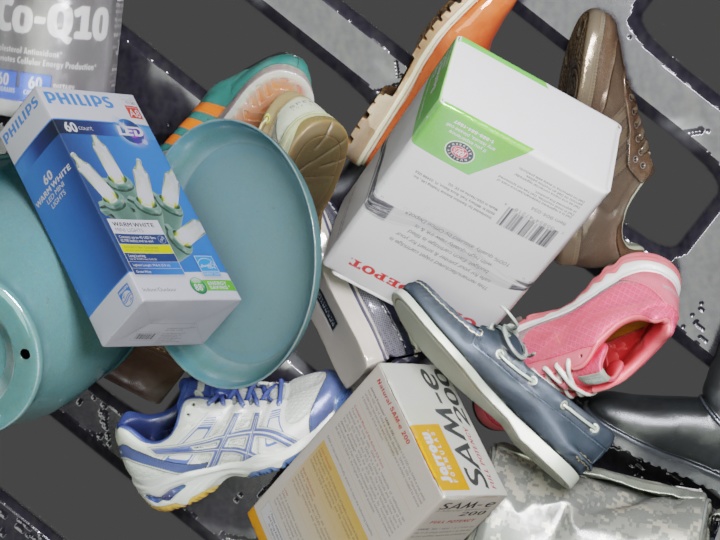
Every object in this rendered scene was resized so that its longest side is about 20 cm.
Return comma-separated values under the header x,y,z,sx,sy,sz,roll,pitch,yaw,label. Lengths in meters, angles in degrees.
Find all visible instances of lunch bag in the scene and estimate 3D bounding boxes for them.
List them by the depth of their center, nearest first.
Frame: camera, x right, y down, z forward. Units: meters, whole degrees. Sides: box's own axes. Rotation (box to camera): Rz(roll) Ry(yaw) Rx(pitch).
x,y,z,sx,sy,sz,roll,pitch,yaw,label
0.170,0.233,1.650,0.198,0.139,0.169,14,100,6,lunch bag

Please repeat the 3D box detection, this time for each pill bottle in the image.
x,y,z,sx,sy,sz,roll,pitch,yaw,label
-0.242,-0.222,1.666,0.113,0.114,0.202,7,99,7,pill bottle

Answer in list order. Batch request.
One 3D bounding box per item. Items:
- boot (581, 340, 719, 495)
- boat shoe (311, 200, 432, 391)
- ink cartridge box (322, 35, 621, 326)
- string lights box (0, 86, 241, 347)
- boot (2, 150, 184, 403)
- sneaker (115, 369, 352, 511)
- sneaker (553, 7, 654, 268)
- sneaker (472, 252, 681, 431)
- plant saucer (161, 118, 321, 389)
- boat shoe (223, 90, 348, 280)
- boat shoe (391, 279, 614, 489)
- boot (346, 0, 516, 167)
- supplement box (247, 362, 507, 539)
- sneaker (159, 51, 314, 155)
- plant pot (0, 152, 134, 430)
x,y,z,sx,sy,sz,roll,pitch,yaw,label
0.283,0.062,1.648,0.164,0.066,0.201,24,103,-4,boot
0.000,0.000,1.690,0.092,0.075,0.201,-15,73,-29,boat shoe
0.082,-0.056,1.594,0.145,0.084,0.200,27,134,-11,ink cartridge box
-0.181,-0.040,1.582,0.059,0.102,0.201,-45,62,32,string lights box
-0.211,-0.004,1.714,0.198,0.064,0.188,22,113,9,boot
-0.105,0.120,1.699,0.199,0.075,0.089,-26,112,10,sneaker
0.193,-0.102,1.651,0.075,0.070,0.202,3,103,-9,sneaker
0.164,0.066,1.640,0.200,0.087,0.074,-39,114,19,sneaker
-0.094,-0.013,1.588,0.199,0.027,0.202,3,94,44,plant saucer
-0.070,-0.047,1.635,0.067,0.074,0.201,53,126,41,boat shoe
0.107,0.075,1.596,0.200,0.075,0.062,45,82,6,boat shoe
0.081,-0.144,1.654,0.107,0.075,0.201,35,109,0,boot
0.010,0.181,1.642,0.200,0.073,0.127,-49,53,34,supplement box
-0.114,-0.098,1.685,0.199,0.080,0.071,-38,109,14,sneaker
-0.279,0.031,1.611,0.198,0.188,0.202,4,108,11,plant pot
